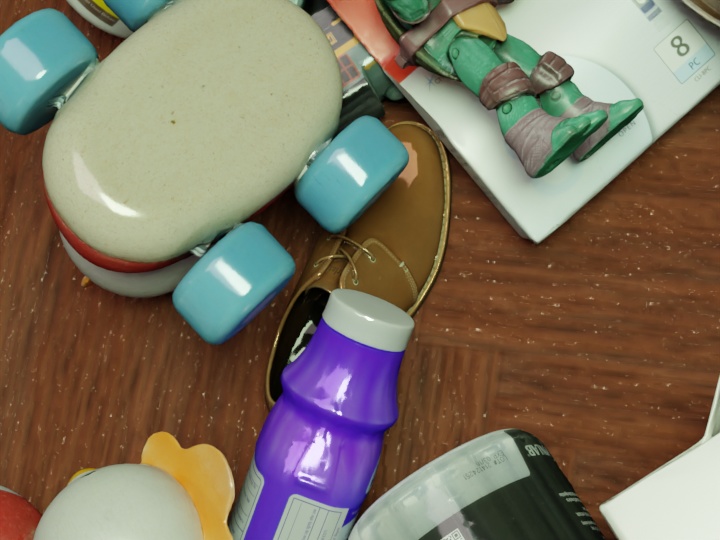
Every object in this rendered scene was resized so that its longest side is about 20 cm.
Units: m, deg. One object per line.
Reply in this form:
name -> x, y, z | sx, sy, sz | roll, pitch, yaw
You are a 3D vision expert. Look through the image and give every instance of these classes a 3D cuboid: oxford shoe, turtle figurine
oxford shoe -> 0.000, 0.000, 0.866 | 0.071, 0.071, 0.201 | 15, 76, 20
turtle figurine -> 0.058, -0.143, 0.800 | 0.149, 0.101, 0.200 | -30, 78, -41

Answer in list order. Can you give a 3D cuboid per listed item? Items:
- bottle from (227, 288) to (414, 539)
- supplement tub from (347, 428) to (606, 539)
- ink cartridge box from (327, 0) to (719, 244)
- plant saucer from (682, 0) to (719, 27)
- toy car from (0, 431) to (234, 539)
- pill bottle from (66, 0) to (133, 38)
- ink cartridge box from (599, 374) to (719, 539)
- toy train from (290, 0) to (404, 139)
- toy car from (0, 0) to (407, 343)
bottle -> -0.028, 0.110, 0.798 | 0.065, 0.084, 0.201 | 20, 102, -3
supplement tub -> 0.088, 0.191, 0.753 | 0.122, 0.123, 0.201 | -33, 67, 2
ink cartridge box -> 0.093, -0.142, 0.854 | 0.160, 0.047, 0.200 | -41, 96, -1
plant saucer -> 0.244, -0.202, 0.826 | 0.198, 0.035, 0.202 | -2, 72, 5
toy car -> -0.145, 0.148, 0.774 | 0.200, 0.184, 0.177 | -41, 57, 7
pill bottle -> -0.098, -0.228, 0.895 | 0.200, 0.109, 0.110 | -32, 61, 45
ink cartridge box -> 0.210, 0.153, 0.730 | 0.125, 0.129, 0.201 | -32, 67, 3
toy train -> 0.009, -0.158, 0.912 | 0.199, 0.085, 0.114 | -33, 81, 0
toy car -> -0.106, -0.054, 0.856 | 0.184, 0.200, 0.177 | 45, 65, 2
